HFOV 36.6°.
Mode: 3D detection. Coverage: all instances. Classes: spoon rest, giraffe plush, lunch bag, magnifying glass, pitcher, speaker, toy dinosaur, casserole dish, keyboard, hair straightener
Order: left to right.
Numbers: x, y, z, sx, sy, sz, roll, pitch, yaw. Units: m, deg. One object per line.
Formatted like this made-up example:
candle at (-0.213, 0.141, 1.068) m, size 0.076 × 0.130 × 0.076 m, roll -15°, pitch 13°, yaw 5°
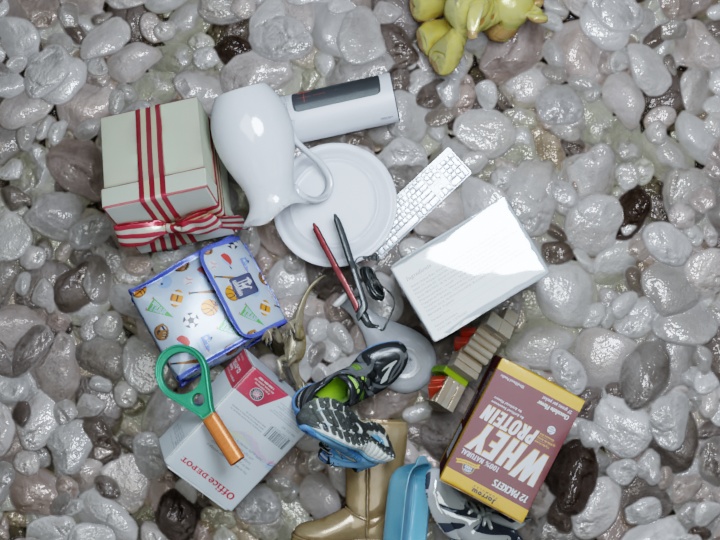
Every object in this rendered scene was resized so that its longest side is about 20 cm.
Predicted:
magnifying glass at (-0.235, 0.199, 1.612) m, size 0.079 × 0.022 × 0.200 m, roll -35°, pitch 76°, yaw 3°
lunch bag at (-0.237, 0.059, 1.708) m, size 0.199 × 0.124 × 0.171 m, roll -28°, pitch 85°, yaw -14°
pitcher at (-0.133, -0.182, 1.653) m, size 0.171 × 0.121 × 0.201 m, roll -21°, pitch 98°, yaw -34°
toy dinosaur at (-0.106, 0.102, 1.704) m, size 0.058 × 0.101 × 0.201 m, roll 3°, pitch 86°, yaw 24°
speaker at (-0.041, -0.253, 1.725) m, size 0.199 × 0.081 × 0.082 m, roll -11°, pitch 86°, yaw 4°
hair straightener at (0.000, 0.000, 1.663) m, size 0.077 × 0.041 × 0.201 m, roll -26°, pitch 74°, yaw -1°
spoon rest at (0.037, 0.107, 1.720) m, size 0.099 × 0.061 × 0.200 m, roll -42°, pitch 98°, yaw 3°
casserole dish at (0.070, 0.382, 1.671) m, size 0.039 × 0.121 × 0.201 m, roll 6°, pitch 88°, yaw 23°
keyboard at (0.087, -0.109, 1.742) m, size 0.200 × 0.011 × 0.056 m, roll -43°, pitch 85°, yaw 2°
giraffe plush at (0.192, -0.408, 1.689) m, size 0.161 × 0.200 × 0.173 m, roll -11°, pitch 82°, yaw -25°

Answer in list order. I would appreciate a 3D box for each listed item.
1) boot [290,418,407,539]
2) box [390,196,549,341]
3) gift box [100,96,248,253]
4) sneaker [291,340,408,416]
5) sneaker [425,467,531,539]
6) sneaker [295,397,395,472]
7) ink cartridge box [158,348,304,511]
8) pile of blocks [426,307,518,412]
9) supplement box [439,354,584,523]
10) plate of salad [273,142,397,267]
boot at (-0.018, 0.332, 1.705) m, size 0.174 × 0.066 × 0.201 m, roll 3°, pitch 88°, yaw -8°
box at (0.161, 0.003, 1.636) m, size 0.199 × 0.199 × 0.131 m, roll -32°, pitch 86°, yaw 2°
gift box at (-0.285, -0.130, 1.683) m, size 0.184 × 0.200 × 0.188 m, roll -13°, pitch 63°, yaw 10°
sneaker at (-0.008, 0.173, 1.646) m, size 0.199 × 0.083 × 0.071 m, roll -27°, pitch 99°, yaw -18°
sneaker at (0.190, 0.376, 1.664) m, size 0.129 × 0.079 × 0.200 m, roll -26°, pitch 86°, yaw 15°
sneaker at (-0.033, 0.256, 1.599) m, size 0.090 × 0.200 × 0.079 m, roll -37°, pitch 46°, yaw 17°
ink cartridge box at (-0.191, 0.246, 1.682) m, size 0.200 × 0.083 × 0.146 m, roll -46°, pitch 116°, yaw 1°
pile of blocks at (0.157, 0.127, 1.678) m, size 0.062 × 0.082 × 0.200 m, roll 36°, pitch 97°, yaw -16°
supplement box at (0.219, 0.243, 1.620) m, size 0.132 × 0.200 × 0.198 m, roll 27°, pitch 90°, yaw 5°
plate of salad at (-0.040, -0.103, 1.730) m, size 0.199 × 0.048 × 0.201 m, roll -1°, pitch 80°, yaw 5°
